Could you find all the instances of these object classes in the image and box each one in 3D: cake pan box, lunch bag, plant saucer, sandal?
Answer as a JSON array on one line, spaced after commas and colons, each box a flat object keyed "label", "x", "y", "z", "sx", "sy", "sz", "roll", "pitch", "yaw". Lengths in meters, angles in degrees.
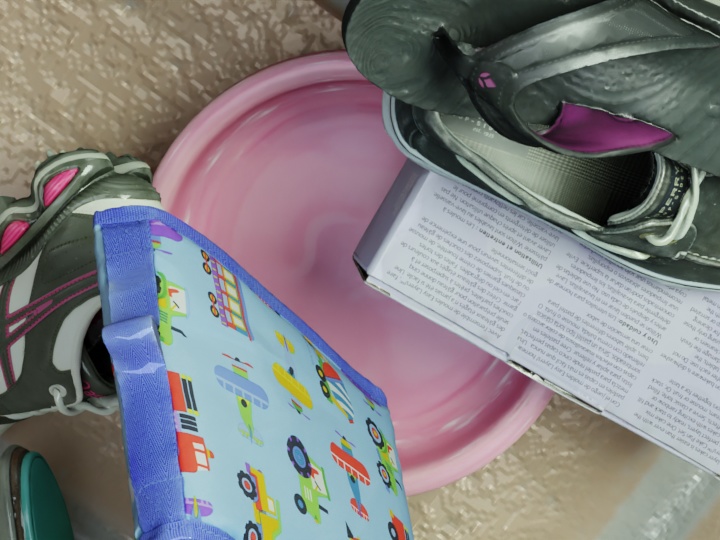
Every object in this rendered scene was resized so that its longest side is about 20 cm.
[{"label": "cake pan box", "x": 0.118, "y": -0.035, "z": 0.938, "sx": 0.199, "sy": 0.052, "sz": 0.185, "roll": 28, "pitch": 94, "yaw": -13}, {"label": "lunch bag", "x": -0.048, "y": 0.075, "z": 0.873, "sx": 0.094, "sy": 0.151, "sz": 0.200, "roll": -17, "pitch": 143, "yaw": 9}, {"label": "plant saucer", "x": 0.000, "y": 0.000, "z": 1.001, "sx": 0.199, "sy": 0.051, "sz": 0.202, "roll": 2, "pitch": 105, "yaw": 6}, {"label": "sandal", "x": 0.092, "y": -0.069, "z": 0.797, "sx": 0.199, "sy": 0.048, "sz": 0.076, "roll": 12, "pitch": 124, "yaw": -13}]

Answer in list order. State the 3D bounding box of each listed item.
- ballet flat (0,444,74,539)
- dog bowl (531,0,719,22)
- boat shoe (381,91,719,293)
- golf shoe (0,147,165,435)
[{"label": "ballet flat", "x": -0.149, "y": 0.169, "z": 1.021, "sx": 0.063, "sy": 0.068, "sz": 0.201, "roll": -10, "pitch": 120, "yaw": 11}, {"label": "dog bowl", "x": 0.142, "y": -0.158, "z": 0.815, "sx": 0.199, "sy": 0.079, "sz": 0.201, "roll": -2, "pitch": 126, "yaw": -3}, {"label": "boat shoe", "x": 0.104, "y": -0.033, "z": 0.874, "sx": 0.199, "sy": 0.071, "sz": 0.073, "roll": 15, "pitch": 98, "yaw": -13}, {"label": "golf shoe", "x": -0.146, "y": 0.038, "z": 0.979, "sx": 0.200, "sy": 0.077, "sz": 0.088, "roll": -51, "pitch": 62, "yaw": 32}]
